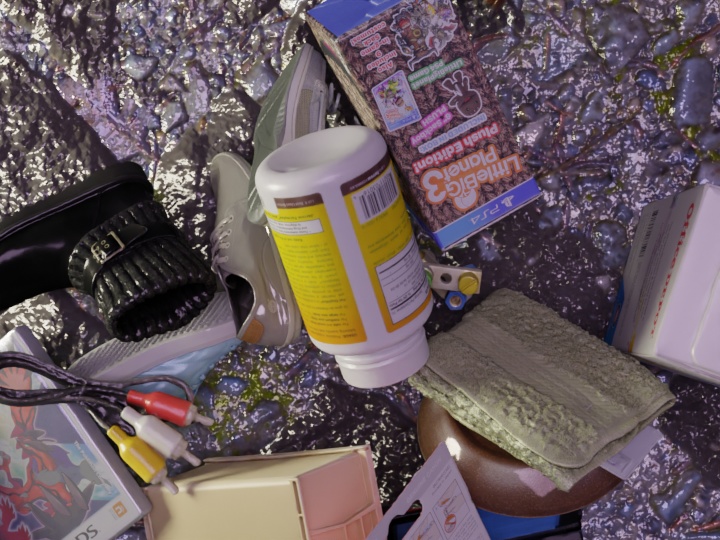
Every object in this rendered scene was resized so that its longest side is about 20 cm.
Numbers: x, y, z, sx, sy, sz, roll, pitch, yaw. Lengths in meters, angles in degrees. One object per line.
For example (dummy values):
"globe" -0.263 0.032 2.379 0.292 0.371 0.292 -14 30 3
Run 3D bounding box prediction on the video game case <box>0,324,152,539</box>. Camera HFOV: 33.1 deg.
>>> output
"video game case" -0.305 0.180 1.082 0.182 0.023 0.200 -39 83 21

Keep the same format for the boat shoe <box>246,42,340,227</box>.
"boat shoe" -0.054 -0.117 1.079 0.065 0.074 0.203 23 48 -22

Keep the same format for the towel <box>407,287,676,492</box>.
"towel" 0.148 0.092 1.019 0.148 0.037 0.200 -33 47 -29

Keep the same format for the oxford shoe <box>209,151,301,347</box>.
"oxford shoe" -0.107 -0.022 1.075 0.058 0.075 0.201 -6 62 -26

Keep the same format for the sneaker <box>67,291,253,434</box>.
"sneaker" -0.166 0.085 1.112 0.199 0.074 0.082 -23 119 -6

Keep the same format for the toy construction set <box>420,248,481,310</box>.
"toy construction set" 0.000 0.000 1.093 0.200 0.092 0.131 36 112 8

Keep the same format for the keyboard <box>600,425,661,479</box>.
"keyboard" 0.157 0.111 1.032 0.200 0.011 0.056 29 51 33

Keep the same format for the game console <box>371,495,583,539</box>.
"game console" 0.112 0.277 1.074 0.199 0.119 0.173 -12 89 0

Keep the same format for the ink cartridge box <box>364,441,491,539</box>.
"ink cartridge box" 0.044 0.257 0.963 0.161 0.050 0.200 -47 123 -33

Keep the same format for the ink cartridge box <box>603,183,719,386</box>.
"ink cartridge box" 0.314 0.024 1.040 0.144 0.200 0.148 18 89 0

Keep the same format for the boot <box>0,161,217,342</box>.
"boot" -0.245 0.010 1.066 0.211 0.079 0.158 -33 62 -1

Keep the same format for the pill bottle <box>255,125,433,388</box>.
"pill bottle" -0.006 -0.008 0.983 0.109 0.109 0.201 -18 114 -1

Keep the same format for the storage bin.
"storage bin" -0.076 0.263 1.033 0.199 0.094 0.200 -11 89 39

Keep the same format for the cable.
"cable" -0.220 0.106 1.030 0.199 0.050 0.097 30 66 -8

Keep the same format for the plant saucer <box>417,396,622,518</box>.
"plant saucer" 0.147 0.121 1.054 0.199 0.201 0.037 -12 133 -1

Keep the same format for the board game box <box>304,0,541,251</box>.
"board game box" 0.050 -0.144 1.031 0.097 0.159 0.200 -29 112 -1

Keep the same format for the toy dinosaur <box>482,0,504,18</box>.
"toy dinosaur" 0.056 -0.306 1.078 0.181 0.200 0.105 19 71 -31
